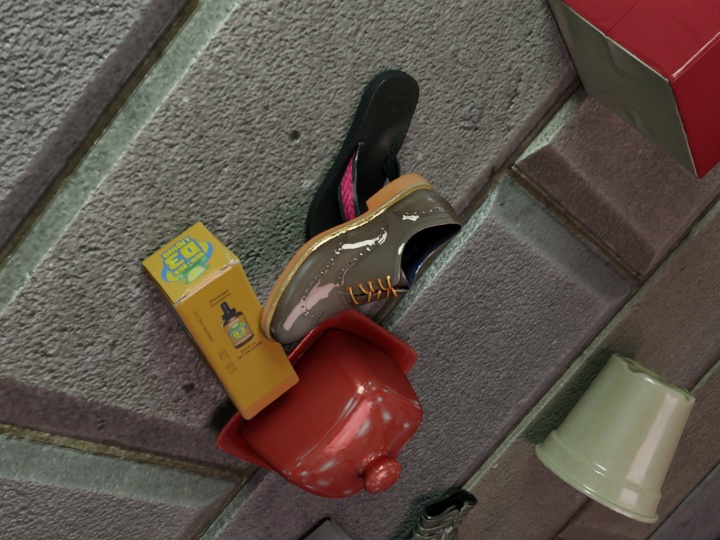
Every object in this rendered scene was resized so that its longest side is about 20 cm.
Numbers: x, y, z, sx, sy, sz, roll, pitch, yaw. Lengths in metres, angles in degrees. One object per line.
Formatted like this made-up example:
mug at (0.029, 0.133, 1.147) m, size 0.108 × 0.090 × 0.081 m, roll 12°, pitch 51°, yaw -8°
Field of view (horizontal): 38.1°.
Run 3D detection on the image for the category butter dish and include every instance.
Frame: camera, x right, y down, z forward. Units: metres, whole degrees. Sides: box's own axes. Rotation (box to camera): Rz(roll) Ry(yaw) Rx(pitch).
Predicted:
butter dish at (-0.012, 0.166, 1.077) m, size 0.200 × 0.148 × 0.199 m, roll -47°, pitch 144°, yaw 6°

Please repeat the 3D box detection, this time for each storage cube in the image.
storage cube at (0.306, -0.231, 0.962) m, size 0.180 × 0.171 × 0.200 m, roll -43°, pitch 145°, yaw 2°

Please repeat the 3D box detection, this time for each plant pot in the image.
plant pot at (0.382, 0.230, 1.507) m, size 0.200 × 0.200 × 0.185 m, roll 19°, pitch 101°, yaw -51°

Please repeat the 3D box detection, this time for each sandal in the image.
sandal at (0.006, -0.080, 0.931) m, size 0.075 × 0.045 × 0.201 m, roll -7°, pitch 131°, yaw -40°

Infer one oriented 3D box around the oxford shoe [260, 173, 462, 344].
oxford shoe at (0.000, 0.000, 0.901) m, size 0.200 × 0.073 × 0.071 m, roll -42°, pitch 146°, yaw -6°

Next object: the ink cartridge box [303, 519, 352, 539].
ink cartridge box at (-0.074, 0.433, 1.342) m, size 0.200 × 0.086 × 0.147 m, roll -38°, pitch 144°, yaw -5°

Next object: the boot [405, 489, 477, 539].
boot at (0.075, 0.378, 1.456) m, size 0.199 × 0.068 × 0.131 m, roll -19°, pitch 135°, yaw -43°

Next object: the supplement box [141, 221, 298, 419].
supplement box at (-0.120, 0.049, 0.925) m, size 0.066 × 0.069 × 0.201 m, roll -35°, pitch 145°, yaw -12°
